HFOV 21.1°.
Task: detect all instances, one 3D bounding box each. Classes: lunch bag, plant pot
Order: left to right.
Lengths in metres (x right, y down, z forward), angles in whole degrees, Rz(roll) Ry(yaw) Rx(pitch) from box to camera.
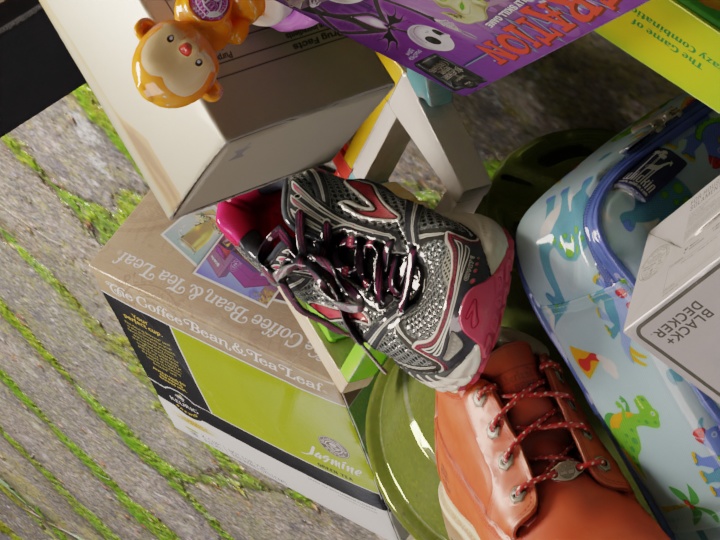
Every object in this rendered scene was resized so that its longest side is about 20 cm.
[{"bbox_3d":[0.109,0.033,0.991,0.199,0.200,0.191,29,143,18],"label":"plant pot"},{"bbox_3d":[0.172,0.020,0.847,0.201,0.160,0.082,59,147,-5],"label":"lunch bag"}]

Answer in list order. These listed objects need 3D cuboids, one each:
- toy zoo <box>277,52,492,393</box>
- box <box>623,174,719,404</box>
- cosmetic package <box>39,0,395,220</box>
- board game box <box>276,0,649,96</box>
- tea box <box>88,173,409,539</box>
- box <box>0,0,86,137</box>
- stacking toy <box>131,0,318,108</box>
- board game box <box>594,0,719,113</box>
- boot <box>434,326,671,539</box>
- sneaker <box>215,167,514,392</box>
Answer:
[{"bbox_3d":[0.001,-0.047,0.983,0.132,0.020,0.200,57,141,26],"label":"toy zoo"},{"bbox_3d":[0.215,0.033,0.740,0.199,0.060,0.117,35,134,-11],"label":"box"},{"bbox_3d":[-0.084,-0.134,0.873,0.201,0.105,0.071,60,142,13],"label":"cosmetic package"},{"bbox_3d":[0.033,-0.119,0.685,0.119,0.033,0.200,20,165,-18],"label":"board game box"},{"bbox_3d":[-0.037,0.041,1.241,0.199,0.134,0.197,24,154,28],"label":"tea box"},{"bbox_3d":[-0.277,-0.158,1.081,0.199,0.199,0.123,50,160,15],"label":"box"},{"bbox_3d":[-0.031,-0.144,0.812,0.116,0.200,0.110,42,155,-9],"label":"stacking toy"},{"bbox_3d":[0.090,-0.158,0.742,0.199,0.102,0.048,34,158,8],"label":"board game box"},{"bbox_3d":[0.079,0.091,0.841,0.200,0.075,0.108,-143,40,-63],"label":"boot"},{"bbox_3d":[0.000,0.000,0.879,0.074,0.081,0.200,15,-176,-32],"label":"sneaker"}]
